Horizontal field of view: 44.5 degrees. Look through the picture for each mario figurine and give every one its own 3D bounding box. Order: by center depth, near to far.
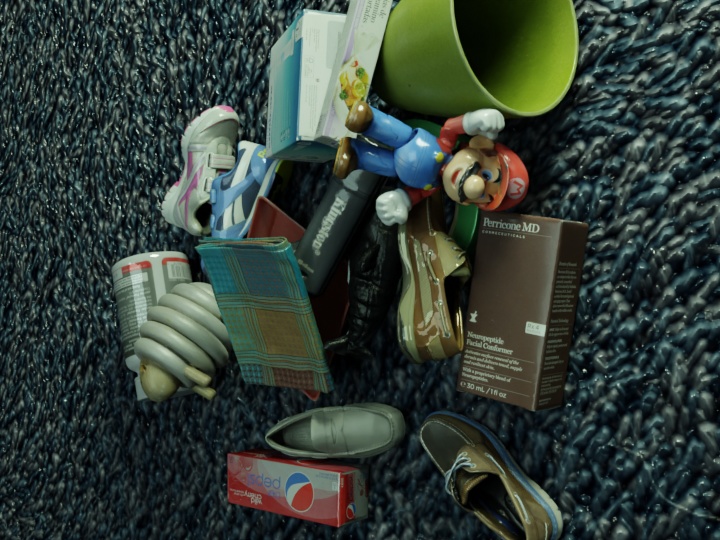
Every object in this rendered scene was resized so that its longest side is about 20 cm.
[{"bbox_3d":[0.075,-0.106,0.891,0.124,0.198,0.107,113,171,-65],"label":"mario figurine"}]

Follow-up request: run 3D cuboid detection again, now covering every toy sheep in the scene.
[{"bbox_3d":[-0.225,0.085,1.172,0.137,0.138,0.201,10,57,37],"label":"toy sheep"}]

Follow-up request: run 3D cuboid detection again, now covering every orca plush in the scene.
[{"bbox_3d":[0.000,0.000,1.004,0.105,0.071,0.201,29,97,23],"label":"orca plush"}]

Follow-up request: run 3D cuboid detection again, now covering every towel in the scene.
[{"bbox_3d":[-0.114,0.054,1.051,0.146,0.022,0.202,1,117,36],"label":"towel"}]

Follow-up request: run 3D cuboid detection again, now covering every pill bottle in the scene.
[{"bbox_3d":[-0.291,0.082,1.280,0.113,0.113,0.202,-19,77,36],"label":"pill bottle"}]

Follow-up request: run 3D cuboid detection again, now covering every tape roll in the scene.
[{"bbox_3d":[0.065,-0.076,1.048,0.199,0.048,0.203,0,89,38],"label":"tape roll"}]

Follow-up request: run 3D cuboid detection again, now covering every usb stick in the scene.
[{"bbox_3d":[-0.026,-0.059,0.994,0.055,0.033,0.201,31,112,6],"label":"usb stick"}]

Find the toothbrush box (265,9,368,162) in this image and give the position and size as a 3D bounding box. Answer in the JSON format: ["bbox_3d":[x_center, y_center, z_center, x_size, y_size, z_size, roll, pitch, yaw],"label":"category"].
[{"bbox_3d":[-0.056,-0.213,1.063,0.200,0.084,0.148,-179,91,-73],"label":"toothbrush box"}]

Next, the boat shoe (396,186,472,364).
[{"bbox_3d":[0.086,0.000,0.953,0.073,0.076,0.202,-5,78,27],"label":"boat shoe"}]

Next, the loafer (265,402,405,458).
[{"bbox_3d":[-0.034,0.205,1.104,0.199,0.070,0.071,-17,79,36],"label":"loafer"}]

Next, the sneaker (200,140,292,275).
[{"bbox_3d":[-0.171,-0.086,1.207,0.082,0.074,0.201,34,102,8],"label":"sneaker"}]

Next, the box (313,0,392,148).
[{"bbox_3d":[-0.004,-0.232,0.954,0.041,0.038,0.202,-177,103,-71],"label":"box"}]

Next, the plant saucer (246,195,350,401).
[{"bbox_3d":[-0.084,0.033,1.152,0.200,0.037,0.201,37,122,32],"label":"plant saucer"}]

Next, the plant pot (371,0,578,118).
[{"bbox_3d":[0.101,-0.242,0.962,0.199,0.186,0.189,-6,85,53],"label":"plant pot"}]

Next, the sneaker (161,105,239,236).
[{"bbox_3d":[-0.210,-0.135,1.251,0.088,0.081,0.201,39,120,30],"label":"sneaker"}]

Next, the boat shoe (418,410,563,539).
[{"bbox_3d":[0.132,0.227,0.972,0.200,0.072,0.073,37,110,32],"label":"boat shoe"}]

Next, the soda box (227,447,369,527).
[{"bbox_3d":[-0.084,0.278,1.146,0.199,0.063,0.071,-1,88,37],"label":"soda box"}]

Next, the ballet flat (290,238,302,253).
[{"bbox_3d":[-0.106,0.039,1.102,0.073,0.073,0.201,51,129,27],"label":"ballet flat"}]

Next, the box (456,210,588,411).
[{"bbox_3d":[0.174,0.041,0.946,0.099,0.075,0.202,10,93,37],"label":"box"}]
